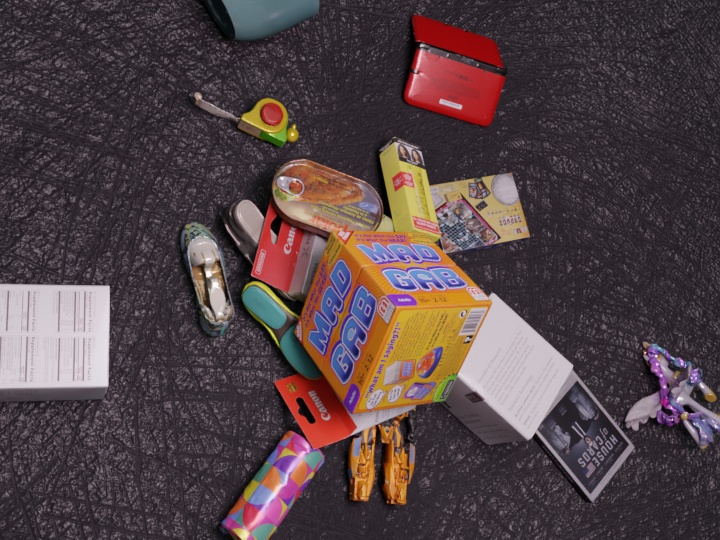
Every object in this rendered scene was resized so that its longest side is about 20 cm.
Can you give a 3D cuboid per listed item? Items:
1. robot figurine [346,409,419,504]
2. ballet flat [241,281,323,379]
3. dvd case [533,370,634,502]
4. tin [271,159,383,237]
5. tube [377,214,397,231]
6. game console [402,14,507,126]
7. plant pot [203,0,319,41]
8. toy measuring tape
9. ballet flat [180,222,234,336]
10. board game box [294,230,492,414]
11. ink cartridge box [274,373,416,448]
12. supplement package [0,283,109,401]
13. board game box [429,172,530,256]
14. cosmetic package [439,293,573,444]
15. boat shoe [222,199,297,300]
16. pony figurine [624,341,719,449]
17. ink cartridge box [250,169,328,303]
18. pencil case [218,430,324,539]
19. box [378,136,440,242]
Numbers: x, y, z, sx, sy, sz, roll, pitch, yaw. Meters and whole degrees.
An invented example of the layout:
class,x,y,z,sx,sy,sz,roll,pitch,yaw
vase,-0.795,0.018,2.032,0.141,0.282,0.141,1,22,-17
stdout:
class,x,y,z,sx,sy,sz,roll,pitch,yaw
robot figurine,0.038,0.295,1.459,0.142,0.058,0.204,10,74,-19
ballet flat,-0.125,0.097,1.447,0.067,0.067,0.201,-41,90,7
dvd case,0.416,0.313,1.613,0.150,0.025,0.201,-41,92,-24
tin,-0.058,-0.115,1.450,0.197,0.042,0.114,21,65,-7
tube,0.018,-0.082,1.522,0.198,0.052,0.058,27,24,-30
game console,0.183,-0.404,1.716,0.196,0.119,0.176,12,103,-16
plant pot,-0.194,-0.508,1.514,0.160,0.201,0.202,-34,89,-13
toy measuring tape,-0.198,-0.288,1.518,0.197,0.073,0.075,24,69,-13
ballet flat,-0.252,0.008,1.422,0.073,0.074,0.204,-15,82,-23
board game box,0.047,0.076,1.349,0.197,0.203,0.200,-1,35,-38
ink cartridge box,-0.025,0.195,1.423,0.197,0.048,0.161,-17,46,-24
supplement package,-0.480,0.111,1.264,0.196,0.152,0.154,2,75,-20
board game box,0.223,-0.109,1.645,0.196,0.035,0.138,-10,80,-22
cosmetic package,0.230,0.178,1.503,0.199,0.165,0.166,40,67,-5
boat shoe,-0.168,-0.033,1.467,0.067,0.056,0.202,-48,115,-39
pony figurine,0.616,0.247,1.652,0.200,0.167,0.193,43,34,-1
ink cartridge box,-0.089,-0.051,1.474,0.175,0.044,0.204,29,66,-39
pencil case,-0.142,0.359,1.367,0.088,0.088,0.201,40,69,-6
box,0.089,-0.143,1.559,0.074,0.050,0.203,15,54,-37
